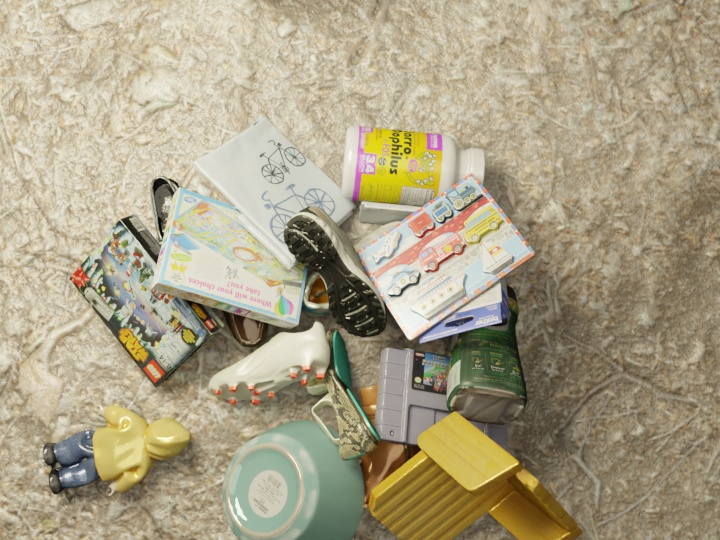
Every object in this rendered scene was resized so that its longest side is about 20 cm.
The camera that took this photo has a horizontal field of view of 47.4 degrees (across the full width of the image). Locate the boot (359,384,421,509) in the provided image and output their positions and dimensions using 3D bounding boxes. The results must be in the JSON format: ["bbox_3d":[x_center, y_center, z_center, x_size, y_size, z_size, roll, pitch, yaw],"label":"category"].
[{"bbox_3d":[0.024,0.240,1.146,0.197,0.077,0.158,-18,87,-6],"label":"boot"}]

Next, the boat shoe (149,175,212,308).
[{"bbox_3d":[-0.253,-0.037,1.162,0.072,0.068,0.203,-13,86,-4],"label":"boat shoe"}]

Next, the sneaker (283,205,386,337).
[{"bbox_3d":[-0.022,-0.001,1.086,0.073,0.080,0.202,-25,107,24],"label":"sneaker"}]

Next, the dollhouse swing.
[{"bbox_3d":[0.143,0.321,1.068,0.176,0.181,0.200,-47,127,-8],"label":"dollhouse swing"}]

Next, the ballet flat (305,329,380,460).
[{"bbox_3d":[-0.036,0.170,1.119,0.075,0.068,0.201,-28,49,5],"label":"ballet flat"}]

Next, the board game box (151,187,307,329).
[{"bbox_3d":[-0.167,-0.014,1.099,0.198,0.034,0.136,19,66,-23],"label":"board game box"}]

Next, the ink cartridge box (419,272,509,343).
[{"bbox_3d":[0.138,0.015,1.115,0.118,0.042,0.202,-16,42,20],"label":"ink cartridge box"}]

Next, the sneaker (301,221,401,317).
[{"bbox_3d":[0.000,0.000,1.164,0.199,0.081,0.077,-36,88,-5],"label":"sneaker"}]

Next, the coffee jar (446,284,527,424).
[{"bbox_3d":[0.168,0.104,1.120,0.103,0.086,0.202,10,47,-5],"label":"coffee jar"}]

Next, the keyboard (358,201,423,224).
[{"bbox_3d":[0.097,-0.076,1.189,0.196,0.056,0.011,5,70,-2],"label":"keyboard"}]

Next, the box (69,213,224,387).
[{"bbox_3d":[-0.298,0.043,1.136,0.137,0.040,0.201,-41,87,27],"label":"box"}]

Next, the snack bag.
[{"bbox_3d":[-0.119,-0.115,1.144,0.200,0.021,0.189,43,42,0],"label":"snack bag"}]

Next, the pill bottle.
[{"bbox_3d":[0.074,-0.146,1.170,0.196,0.104,0.106,5,85,-3],"label":"pill bottle"}]

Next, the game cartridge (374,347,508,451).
[{"bbox_3d":[0.117,0.184,1.139,0.197,0.038,0.132,12,74,-19],"label":"game cartridge"}]

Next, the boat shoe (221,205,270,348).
[{"bbox_3d":[-0.171,0.008,1.159,0.073,0.075,0.206,-10,86,-4],"label":"boat shoe"}]

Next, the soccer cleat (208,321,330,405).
[{"bbox_3d":[-0.125,0.131,1.139,0.198,0.069,0.079,-20,51,25],"label":"soccer cleat"}]

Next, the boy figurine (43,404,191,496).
[{"bbox_3d":[-0.334,0.243,1.137,0.197,0.064,0.126,-16,86,-5],"label":"boy figurine"}]

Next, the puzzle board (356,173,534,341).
[{"bbox_3d":[0.108,-0.022,1.088,0.199,0.017,0.152,-34,62,0],"label":"puzzle board"}]

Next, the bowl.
[{"bbox_3d":[-0.104,0.292,1.083,0.198,0.105,0.204,-8,69,21],"label":"bowl"}]
